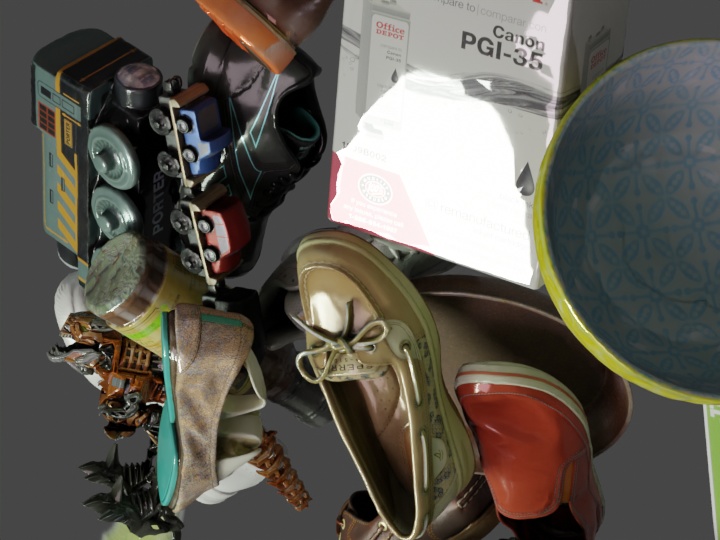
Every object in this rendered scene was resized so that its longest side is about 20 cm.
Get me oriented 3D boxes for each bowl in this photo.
[{"bbox_3d":[0.178,-0.017,1.358,0.200,0.200,0.108,45,162,-1],"label":"bowl"}]

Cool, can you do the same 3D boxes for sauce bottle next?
[{"bbox_3d":[-0.090,0.045,1.633,0.200,0.065,0.065,33,147,-34],"label":"sauce bottle"}]

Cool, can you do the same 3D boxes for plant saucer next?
[{"bbox_3d":[0.073,0.062,1.550,0.200,0.035,0.201,9,144,6],"label":"plant saucer"}]

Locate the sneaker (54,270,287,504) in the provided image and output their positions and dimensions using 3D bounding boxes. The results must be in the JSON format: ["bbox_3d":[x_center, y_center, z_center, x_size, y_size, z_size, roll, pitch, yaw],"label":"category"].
[{"bbox_3d":[-0.127,0.069,1.740,0.088,0.075,0.200,-27,111,34],"label":"sneaker"}]

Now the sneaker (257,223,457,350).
[{"bbox_3d":[0.000,0.000,1.558,0.076,0.092,0.200,49,137,-5],"label":"sneaker"}]

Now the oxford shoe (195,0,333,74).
[{"bbox_3d":[-0.093,-0.204,1.499,0.200,0.073,0.071,44,180,18],"label":"oxford shoe"}]

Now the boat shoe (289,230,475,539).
[{"bbox_3d":[0.011,0.068,1.477,0.073,0.063,0.200,-7,121,36],"label":"boat shoe"}]

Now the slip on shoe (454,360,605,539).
[{"bbox_3d":[0.107,0.122,1.544,0.074,0.061,0.200,-1,141,21],"label":"slip on shoe"}]

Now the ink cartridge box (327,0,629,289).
[{"bbox_3d":[0.065,-0.111,1.402,0.146,0.083,0.201,19,123,25],"label":"ink cartridge box"}]

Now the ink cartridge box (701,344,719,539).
[{"bbox_3d":[0.228,0.117,1.396,0.076,0.200,0.148,12,129,30],"label":"ink cartridge box"}]

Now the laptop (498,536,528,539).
[{"bbox_3d":[0.166,0.225,1.519,0.177,0.104,0.200,3,146,21],"label":"laptop"}]

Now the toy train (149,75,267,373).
[{"bbox_3d":[-0.091,-0.025,1.540,0.046,0.034,0.201,8,120,37],"label":"toy train"}]

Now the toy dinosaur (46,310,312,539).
[{"bbox_3d":[-0.126,0.109,1.679,0.200,0.102,0.136,34,96,8],"label":"toy dinosaur"}]

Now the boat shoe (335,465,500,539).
[{"bbox_3d":[0.021,0.175,1.701,0.070,0.070,0.200,42,130,-10],"label":"boat shoe"}]

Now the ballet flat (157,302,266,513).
[{"bbox_3d":[-0.093,0.092,1.564,0.067,0.068,0.200,-2,147,-8],"label":"ballet flat"}]

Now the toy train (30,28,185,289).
[{"bbox_3d":[-0.164,-0.065,1.648,0.114,0.085,0.200,34,141,28],"label":"toy train"}]

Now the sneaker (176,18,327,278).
[{"bbox_3d":[-0.068,-0.068,1.570,0.079,0.075,0.200,22,134,19],"label":"sneaker"}]
